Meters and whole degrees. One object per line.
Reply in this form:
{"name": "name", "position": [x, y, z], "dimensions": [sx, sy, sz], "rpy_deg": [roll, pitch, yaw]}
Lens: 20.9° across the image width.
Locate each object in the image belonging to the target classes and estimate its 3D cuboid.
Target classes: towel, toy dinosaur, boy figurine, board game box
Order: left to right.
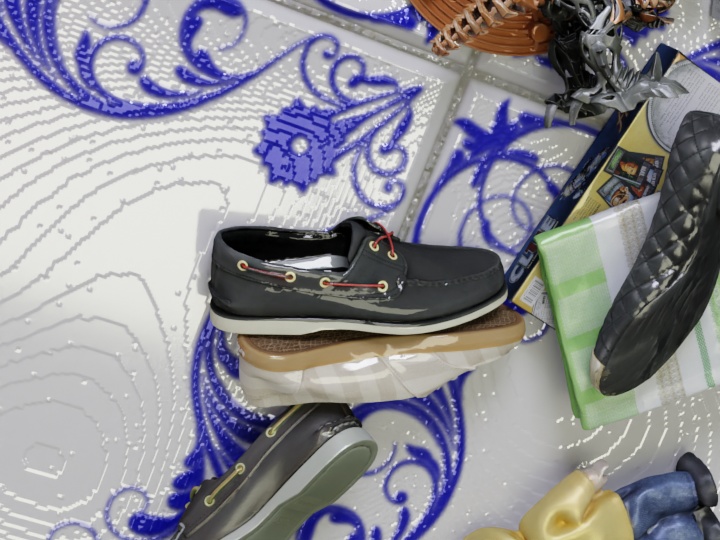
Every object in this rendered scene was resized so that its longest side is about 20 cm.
{"name": "boy figurine", "position": [0.158, 0.199, 1.378], "dimensions": [0.198, 0.064, 0.125], "rpy_deg": [-18, 111, -7]}
{"name": "toy dinosaur", "position": [0.145, -0.167, 1.241], "dimensions": [0.198, 0.102, 0.137], "rpy_deg": [-15, 96, 10]}
{"name": "board game box", "position": [0.203, -0.033, 1.332], "dimensions": [0.135, 0.035, 0.201], "rpy_deg": [32, 97, -21]}
{"name": "towel", "position": [0.224, 0.011, 1.321], "dimensions": [0.198, 0.031, 0.150], "rpy_deg": [-17, 108, -6]}

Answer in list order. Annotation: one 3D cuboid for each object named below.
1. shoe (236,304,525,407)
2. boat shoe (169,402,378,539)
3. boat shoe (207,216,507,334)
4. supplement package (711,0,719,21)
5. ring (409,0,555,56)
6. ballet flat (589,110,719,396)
{"name": "shoe", "position": [0.013, 0.054, 1.294], "dimensions": [0.198, 0.070, 0.054], "rpy_deg": [-5, 119, -15]}
{"name": "boat shoe", "position": [-0.079, 0.160, 1.310], "dimensions": [0.201, 0.061, 0.072], "rpy_deg": [-41, 152, 5]}
{"name": "boat shoe", "position": [0.001, 0.001, 1.270], "dimensions": [0.199, 0.074, 0.064], "rpy_deg": [-1, 115, -9]}
{"name": "supplement package", "position": [0.304, -0.252, 1.247], "dimensions": [0.108, 0.114, 0.202], "rpy_deg": [-2, 106, -15]}
{"name": "ring", "position": [0.109, -0.237, 1.253], "dimensions": [0.198, 0.019, 0.202], "rpy_deg": [-4, 109, -13]}
{"name": "ballet flat", "position": [0.202, -0.008, 1.278], "dimensions": [0.066, 0.057, 0.201], "rpy_deg": [10, 111, -43]}
